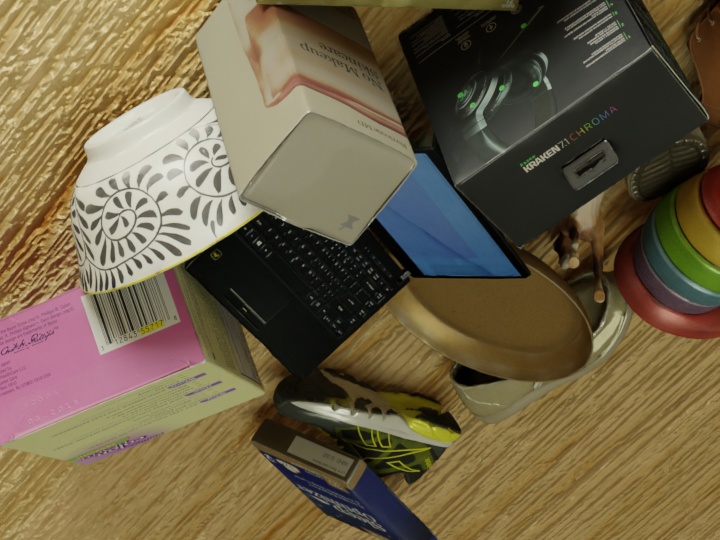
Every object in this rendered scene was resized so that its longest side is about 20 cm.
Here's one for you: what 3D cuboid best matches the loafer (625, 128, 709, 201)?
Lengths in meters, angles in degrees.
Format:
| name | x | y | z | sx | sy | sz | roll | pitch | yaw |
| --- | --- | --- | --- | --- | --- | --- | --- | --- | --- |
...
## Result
| name | x | y | z | sx | sy | sz | roll | pitch | yaw |
| --- | --- | --- | --- | --- | --- | --- | --- | --- | --- |
| loafer | 0.241 | -0.126 | 1.392 | 0.075 | 0.068 | 0.200 | -19 | 151 | 3 |

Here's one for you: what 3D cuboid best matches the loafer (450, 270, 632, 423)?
| name | x | y | z | sx | sy | sz | roll | pitch | yaw |
| --- | --- | --- | --- | --- | --- | --- | --- | --- | --- |
| loafer | 0.162 | 0.068 | 1.532 | 0.200 | 0.076 | 0.068 | -42 | 136 | 23 |

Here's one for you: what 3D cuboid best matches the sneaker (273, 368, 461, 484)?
| name | x | y | z | sx | sy | sz | roll | pitch | yaw |
| --- | --- | --- | --- | --- | --- | --- | --- | --- | --- |
| sneaker | 0.001 | 0.153 | 1.564 | 0.200 | 0.075 | 0.085 | 18 | 110 | -30 |

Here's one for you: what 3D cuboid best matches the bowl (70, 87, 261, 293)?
| name | x | y | z | sx | sy | sz | roll | pitch | yaw |
| --- | --- | --- | --- | --- | --- | --- | --- | --- | --- |
| bowl | -0.146 | -0.076 | 1.267 | 0.200 | 0.201 | 0.094 | -26 | 107 | 9 |

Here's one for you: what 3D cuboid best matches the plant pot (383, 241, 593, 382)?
| name | x | y | z | sx | sy | sz | roll | pitch | yaw |
| --- | --- | --- | --- | --- | --- | --- | --- | --- | --- |
| plant pot | 0.107 | 0.025 | 1.430 | 0.200 | 0.028 | 0.200 | 19 | 149 | 12 |

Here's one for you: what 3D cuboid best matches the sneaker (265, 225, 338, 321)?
| name | x | y | z | sx | sy | sz | roll | pitch | yaw |
| --- | --- | --- | --- | --- | --- | --- | --- | --- | --- |
| sneaker | -0.024 | -0.025 | 1.398 | 0.095 | 0.079 | 0.200 | -33 | 141 | 1 |

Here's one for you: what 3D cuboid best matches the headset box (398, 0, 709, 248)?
| name | x | y | z | sx | sy | sz | roll | pitch | yaw |
| --- | --- | --- | --- | --- | --- | --- | --- | --- | --- |
| headset box | 0.141 | -0.141 | 1.252 | 0.174 | 0.200 | 0.093 | -35 | 132 | 16 |

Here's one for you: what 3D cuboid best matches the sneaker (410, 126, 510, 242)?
| name | x | y | z | sx | sy | sz | roll | pitch | yaw |
| --- | --- | --- | --- | --- | --- | --- | --- | --- | --- |
| sneaker | 0.077 | -0.055 | 1.425 | 0.088 | 0.077 | 0.200 | -3 | 145 | 32 |

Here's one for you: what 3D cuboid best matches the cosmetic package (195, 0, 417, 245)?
| name | x | y | z | sx | sy | sz | roll | pitch | yaw |
| --- | --- | --- | --- | --- | --- | --- | --- | --- | --- |
| cosmetic package | -0.042 | -0.125 | 1.212 | 0.103 | 0.200 | 0.087 | 23 | 121 | -33 |

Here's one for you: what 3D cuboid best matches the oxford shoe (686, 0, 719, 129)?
| name | x | y | z | sx | sy | sz | roll | pitch | yaw |
| --- | --- | --- | --- | --- | --- | --- | --- | --- | --- |
| oxford shoe | 0.298 | -0.196 | 1.345 | 0.071 | 0.071 | 0.200 | 13 | 128 | 17 |

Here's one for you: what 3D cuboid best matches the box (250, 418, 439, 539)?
| name | x | y | z | sx | sy | sz | roll | pitch | yaw |
| --- | --- | --- | --- | --- | --- | --- | --- | --- | --- |
| box | -0.009 | 0.214 | 1.595 | 0.032 | 0.121 | 0.200 | -59 | 141 | -16 |

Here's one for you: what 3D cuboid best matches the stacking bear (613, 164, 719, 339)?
| name | x | y | z | sx | sy | sz | roll | pitch | yaw |
| --- | --- | --- | --- | --- | --- | --- | --- | --- | --- |
| stacking bear | 0.308 | -0.040 | 1.406 | 0.113 | 0.122 | 0.200 | -13 | 154 | -35 |

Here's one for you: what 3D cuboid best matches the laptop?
| name | x | y | z | sx | sy | sz | roll | pitch | yaw |
| --- | --- | --- | --- | --- | --- | --- | --- | --- | --- |
| laptop | 0.000 | 0.000 | 1.320 | 0.200 | 0.103 | 0.177 | -42 | 132 | -1 |

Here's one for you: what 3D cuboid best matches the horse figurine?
| name | x | y | z | sx | sy | sz | roll | pitch | yaw |
| --- | --- | --- | --- | --- | --- | --- | --- | --- | --- |
| horse figurine | 0.180 | -0.071 | 1.401 | 0.050 | 0.133 | 0.200 | -5 | 121 | 7 |

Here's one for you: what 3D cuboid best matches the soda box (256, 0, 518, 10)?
| name | x | y | z | sx | sy | sz | roll | pitch | yaw |
| --- | --- | --- | --- | --- | --- | --- | --- | --- | --- |
| soda box | 0.019 | -0.234 | 1.219 | 0.199 | 0.068 | 0.064 | 0 | 131 | -16 |

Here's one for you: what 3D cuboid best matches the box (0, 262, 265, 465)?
| name | x | y | z | sx | sy | sz | roll | pitch | yaw |
| --- | --- | --- | --- | --- | --- | --- | --- | --- | --- |
| box | -0.193 | 0.076 | 1.371 | 0.175 | 0.097 | 0.200 | -23 | 165 | 6 |
